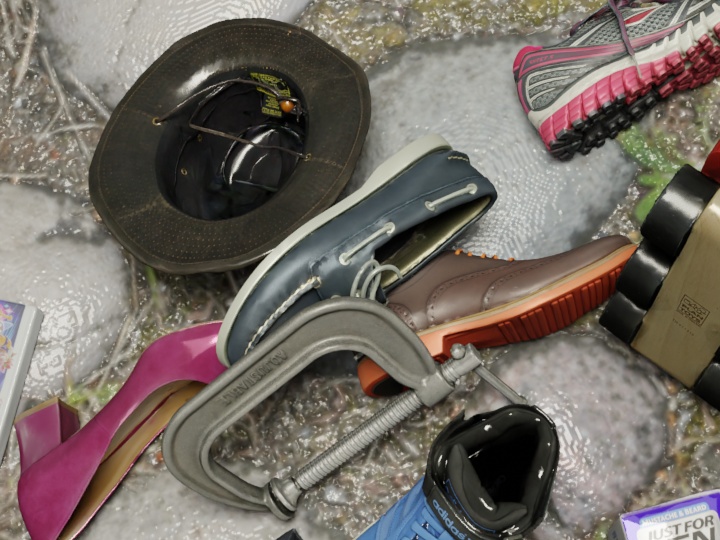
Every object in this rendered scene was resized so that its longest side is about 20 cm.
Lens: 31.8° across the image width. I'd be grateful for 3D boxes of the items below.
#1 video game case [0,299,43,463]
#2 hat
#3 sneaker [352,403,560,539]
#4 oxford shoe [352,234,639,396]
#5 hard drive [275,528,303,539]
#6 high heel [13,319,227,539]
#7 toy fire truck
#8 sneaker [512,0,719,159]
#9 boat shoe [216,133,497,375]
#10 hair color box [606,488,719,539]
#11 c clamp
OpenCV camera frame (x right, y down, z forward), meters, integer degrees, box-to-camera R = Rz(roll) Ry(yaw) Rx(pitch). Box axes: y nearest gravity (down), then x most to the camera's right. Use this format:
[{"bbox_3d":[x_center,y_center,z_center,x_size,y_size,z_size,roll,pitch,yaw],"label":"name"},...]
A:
[{"bbox_3d":[-0.329,0.076,0.868,0.197,0.018,0.146,11,76,10],"label":"video game case"},{"bbox_3d":[-0.080,-0.067,0.840,0.197,0.081,0.203,-4,57,7],"label":"hat"},{"bbox_3d":[0.040,0.155,0.726,0.199,0.112,0.077,-40,74,-20],"label":"sneaker"},{"bbox_3d":[0.082,0.010,0.806,0.197,0.071,0.073,-21,68,2],"label":"oxford shoe"},{"bbox_3d":[-0.078,0.270,0.767,0.200,0.042,0.135,-42,74,-5],"label":"hard drive"},{"bbox_3d":[-0.133,0.104,0.804,0.197,0.067,0.097,-23,63,6],"label":"high heel"},{"bbox_3d":[0.257,-0.030,0.748,0.128,0.177,0.200,35,67,16],"label":"toy fire truck"},{"bbox_3d":[0.194,-0.157,0.832,0.198,0.081,0.075,-29,71,-1],"label":"sneaker"},{"bbox_3d":[0.000,0.000,0.771,0.199,0.075,0.062,-40,63,-18],"label":"boat shoe"},{"bbox_3d":[0.197,0.233,0.707,0.064,0.109,0.203,-16,73,2],"label":"hair color box"},{"bbox_3d":[-0.014,0.094,0.773,0.199,0.171,0.027,-33,41,11],"label":"c clamp"}]
